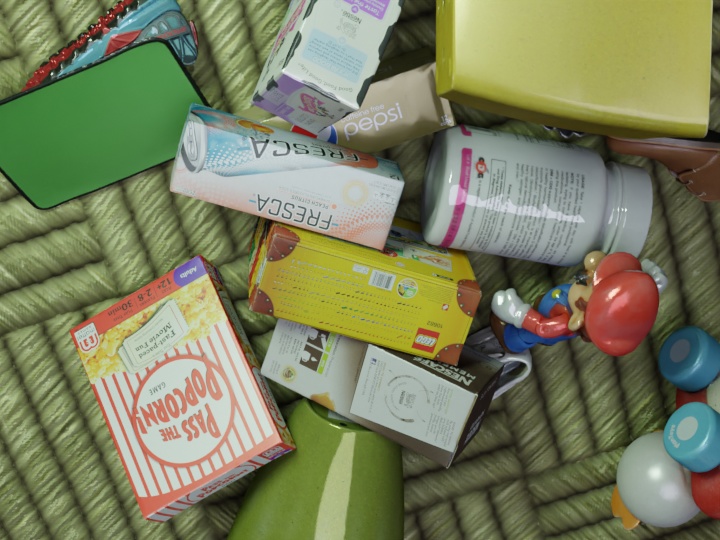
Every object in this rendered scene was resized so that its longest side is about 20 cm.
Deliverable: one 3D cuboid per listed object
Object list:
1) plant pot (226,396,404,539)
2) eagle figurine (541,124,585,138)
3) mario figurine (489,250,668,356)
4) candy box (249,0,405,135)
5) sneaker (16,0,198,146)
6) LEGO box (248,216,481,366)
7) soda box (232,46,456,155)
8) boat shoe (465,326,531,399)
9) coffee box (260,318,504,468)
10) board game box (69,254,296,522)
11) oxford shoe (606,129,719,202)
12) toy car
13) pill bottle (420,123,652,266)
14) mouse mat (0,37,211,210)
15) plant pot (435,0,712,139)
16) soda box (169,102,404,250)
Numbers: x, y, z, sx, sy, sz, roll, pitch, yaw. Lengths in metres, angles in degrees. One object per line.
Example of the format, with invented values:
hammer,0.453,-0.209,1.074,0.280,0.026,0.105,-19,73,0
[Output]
plant pot,-0.030,0.221,1.307,0.185,0.187,0.202,11,110,-9
eagle figurine,0.179,-0.222,1.172,0.150,0.151,0.203,2,104,-17
mario figurine,0.200,0.020,1.237,0.106,0.199,0.124,46,65,-12
candy box,-0.012,-0.225,1.109,0.071,0.168,0.202,24,83,-12
sneaker,-0.229,-0.162,1.198,0.199,0.079,0.096,-36,112,9
LEGO box,0.000,0.000,1.244,0.197,0.149,0.078,16,110,-10
soda box,-0.016,-0.139,1.231,0.198,0.068,0.065,-19,111,3
boat shoe,0.080,0.122,1.341,0.199,0.069,0.071,-31,113,8
coffee box,0.023,0.093,1.262,0.198,0.114,0.081,25,109,14
board game box,-0.169,0.111,1.265,0.150,0.046,0.202,-30,71,7
oxford shoe,0.320,-0.101,1.278,0.197,0.072,0.072,10,114,-11
toy car,0.327,0.187,1.367,0.183,0.179,0.199,33,134,-30
pill bottle,0.163,-0.066,1.252,0.197,0.114,0.115,9,110,-8
mouse mat,-0.234,-0.126,1.196,0.198,0.008,0.161,-22,149,5
plant pot,0.146,-0.199,0.990,0.174,0.200,0.203,0,95,-1
soda box,-0.064,-0.082,1.179,0.197,0.064,0.069,15,109,-11
